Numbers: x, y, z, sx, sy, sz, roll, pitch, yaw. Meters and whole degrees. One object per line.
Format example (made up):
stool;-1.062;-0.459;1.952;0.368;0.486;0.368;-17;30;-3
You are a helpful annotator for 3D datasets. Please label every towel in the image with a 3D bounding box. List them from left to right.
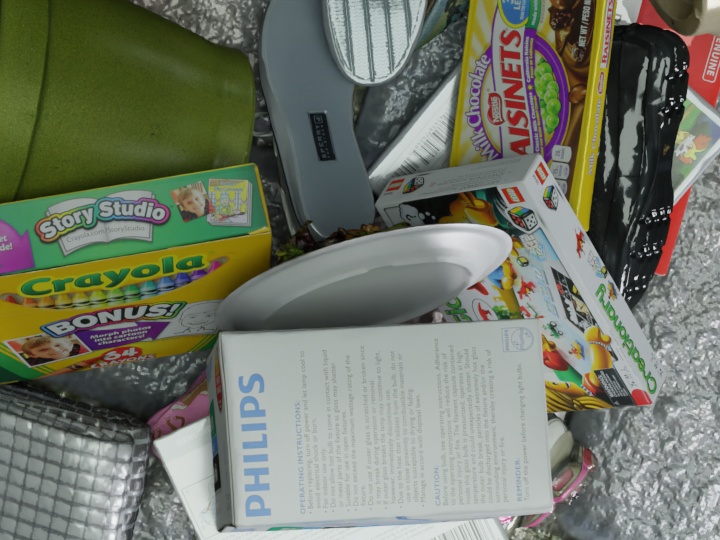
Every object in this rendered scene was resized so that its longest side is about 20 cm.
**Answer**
towel;-0.251;0.160;1.632;0.200;0.086;0.166;15;105;13

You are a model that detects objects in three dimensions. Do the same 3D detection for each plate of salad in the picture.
plate of salad;0.000;0.000;1.535;0.200;0.200;0.048;-13;73;-5

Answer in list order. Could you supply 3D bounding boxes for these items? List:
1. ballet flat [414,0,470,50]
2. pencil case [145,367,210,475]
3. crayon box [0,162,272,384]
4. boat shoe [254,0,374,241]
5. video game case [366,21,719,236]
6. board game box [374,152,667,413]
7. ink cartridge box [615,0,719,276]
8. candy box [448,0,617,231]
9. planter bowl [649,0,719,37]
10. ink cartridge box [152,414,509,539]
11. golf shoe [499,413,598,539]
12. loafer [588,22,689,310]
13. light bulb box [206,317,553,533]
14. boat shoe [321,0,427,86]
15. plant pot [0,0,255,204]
ballet flat;0.082;-0.238;1.643;0.074;0.074;0.200;18;98;-10
pencil case;-0.065;0.077;1.665;0.200;0.083;0.087;-47;67;2
crayon box;-0.161;0.006;1.547;0.200;0.173;0.058;-10;67;-8
boat shoe;-0.036;-0.096;1.645;0.075;0.086;0.202;-5;70;-21
video game case;0.132;-0.081;1.652;0.182;0.022;0.200;40;92;-9
board game box;0.110;0.014;1.611;0.200;0.126;0.035;57;46;-26
ink cartridge box;0.167;-0.107;1.686;0.176;0.045;0.200;14;97;-8
candy box;0.116;-0.131;1.595;0.102;0.026;0.200;10;98;29
planter bowl;0.258;-0.234;1.591;0.135;0.200;0.200;-22;101;-11
ink cartridge box;-0.022;0.157;1.641;0.200;0.044;0.174;-24;88;-8
golf shoe;0.075;0.179;1.708;0.092;0.073;0.200;45;81;-6
loafer;0.177;-0.070;1.620;0.070;0.068;0.201;12;102;28
light bulb box;0.006;0.103;1.527;0.200;0.198;0.125;-3;83;-6
boat shoe;0.010;-0.225;1.626;0.073;0.067;0.200;3;90;-4
plant pot;-0.179;-0.103;1.579;0.193;0.200;0.201;9;98;-21
